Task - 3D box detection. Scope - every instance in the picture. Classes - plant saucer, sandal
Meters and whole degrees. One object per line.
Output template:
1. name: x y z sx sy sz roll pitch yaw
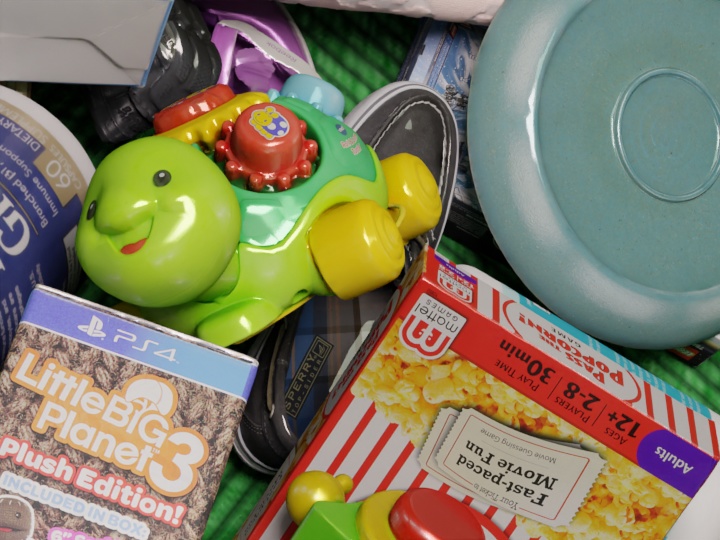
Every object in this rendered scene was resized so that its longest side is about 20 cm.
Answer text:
1. plant saucer: 0.143 -0.064 1.327 0.199 0.027 0.202 4 82 -28
2. sandal: -0.043 -0.072 1.315 0.082 0.050 0.204 -17 77 -28

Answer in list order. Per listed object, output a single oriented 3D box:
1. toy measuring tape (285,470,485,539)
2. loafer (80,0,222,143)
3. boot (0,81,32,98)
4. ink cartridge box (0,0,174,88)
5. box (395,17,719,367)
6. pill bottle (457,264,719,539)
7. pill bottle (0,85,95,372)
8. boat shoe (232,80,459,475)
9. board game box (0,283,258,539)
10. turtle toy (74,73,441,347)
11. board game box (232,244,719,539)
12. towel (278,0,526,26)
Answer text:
1. toy measuring tape: 0.048 0.149 1.129 0.200 0.074 0.073 41 58 18
2. loafer: -0.131 -0.150 1.304 0.068 0.070 0.201 31 31 -59
3. boot: -0.236 -0.136 1.250 0.154 0.073 0.201 -6 68 -26
4. ink cartridge box: -0.152 -0.181 1.223 0.114 0.068 0.201 3 56 -16
5. box: 0.110 -0.058 1.380 0.199 0.040 0.138 28 61 -9
6. pill bottle: 0.099 0.091 1.270 0.199 0.111 0.111 30 60 -8
7. pill bottle: -0.197 0.015 1.153 0.111 0.111 0.200 40 43 -2
8. boat shoe: 0.000 0.000 1.265 0.070 0.066 0.201 35 71 -18
9. board game box: -0.126 0.138 1.117 0.096 0.160 0.201 19 60 -3
10. turtle toy: -0.058 -0.022 1.167 0.102 0.145 0.200 64 19 -9
11. board game box: 0.038 0.113 1.198 0.151 0.201 0.046 30 18 -7
12. towel: -0.016 -0.192 1.353 0.199 0.032 0.192 4 44 -22
